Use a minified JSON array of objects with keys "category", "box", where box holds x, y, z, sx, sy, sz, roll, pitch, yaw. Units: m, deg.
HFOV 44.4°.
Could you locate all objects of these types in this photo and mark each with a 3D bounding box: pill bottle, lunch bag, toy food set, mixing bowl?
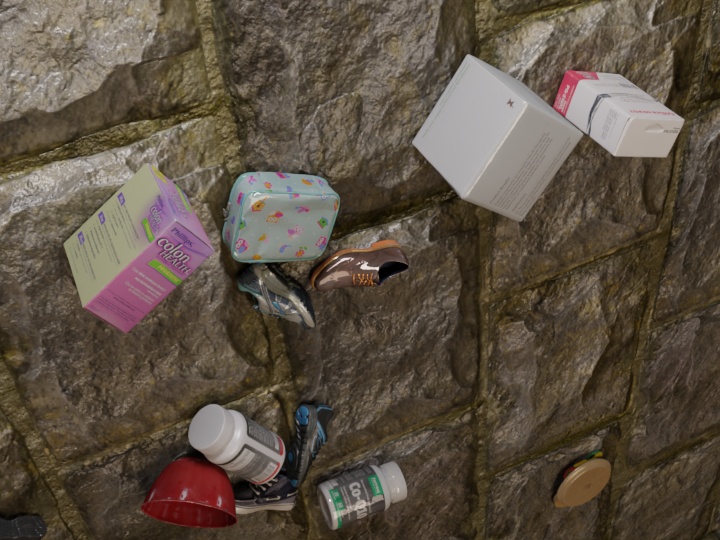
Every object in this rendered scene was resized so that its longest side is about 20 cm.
[{"category":"pill bottle","box":[-0.256,0.358,1.829,0.114,0.114,0.200,-41,134,6]},{"category":"pill bottle","box":[0.004,0.537,2.128,0.199,0.113,0.114,-16,132,-19]},{"category":"lunch bag","box":[-0.146,-0.089,1.560,0.199,0.077,0.161,-1,127,-30]},{"category":"toy food set","box":[0.665,0.629,2.636,0.197,0.049,0.201,-23,133,-13]},{"category":"mixing bowl","box":[-0.345,0.455,1.832,0.198,0.109,0.201,5,150,3]}]

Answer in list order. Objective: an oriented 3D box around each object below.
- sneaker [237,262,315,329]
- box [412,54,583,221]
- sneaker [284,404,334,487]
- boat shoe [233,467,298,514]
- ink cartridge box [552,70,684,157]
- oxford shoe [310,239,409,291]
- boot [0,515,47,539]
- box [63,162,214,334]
[{"category":"sneaker","box":[-0.159,0.052,1.682,0.086,0.078,0.200,-31,129,12]},{"category":"box","box":[0.241,-0.236,1.584,0.171,0.200,0.200,15,117,-40]},{"category":"sneaker","box":[-0.110,0.390,1.953,0.081,0.073,0.201,1,114,-36]},{"category":"boat shoe","box":[-0.225,0.489,1.994,0.199,0.075,0.093,7,109,-38]},{"category":"ink cartridge box","box":[0.487,-0.298,1.677,0.144,0.200,0.085,-3,127,-28]},{"category":"oxford shoe","box":[0.000,0.000,1.719,0.199,0.073,0.072,-22,134,-14]},{"category":"boot","box":[-0.731,0.542,1.734,0.199,0.070,0.132,22,118,-36]},{"category":"box","box":[-0.356,-0.037,1.408,0.200,0.176,0.097,-43,134,6]}]
